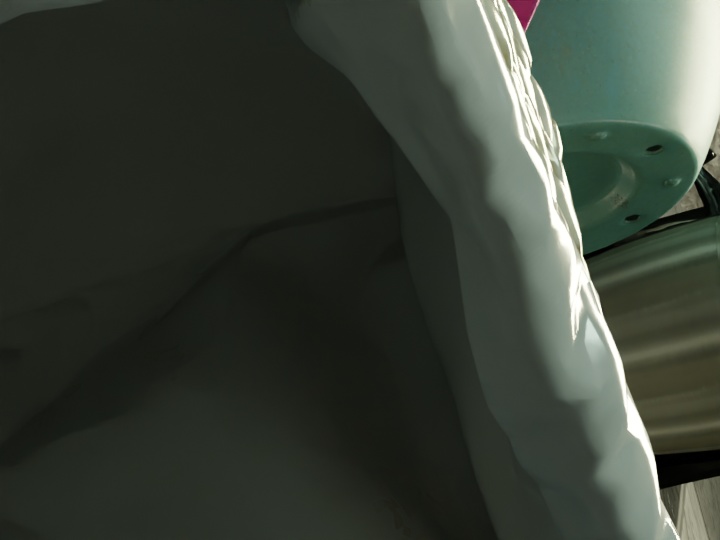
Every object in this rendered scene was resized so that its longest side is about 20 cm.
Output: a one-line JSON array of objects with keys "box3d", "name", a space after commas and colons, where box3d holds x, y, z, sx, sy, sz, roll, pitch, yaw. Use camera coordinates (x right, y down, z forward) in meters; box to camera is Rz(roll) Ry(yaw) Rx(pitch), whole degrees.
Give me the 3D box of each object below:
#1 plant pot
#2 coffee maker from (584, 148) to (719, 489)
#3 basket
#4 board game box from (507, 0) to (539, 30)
[{"box3d": [0.053, -0.096, 1.027, 0.201, 0.200, 0.162, 50, 26, -64], "name": "plant pot"}, {"box3d": [0.109, 0.051, 1.132, 0.192, 0.199, 0.135, 55, 26, -54], "name": "coffee maker"}, {"box3d": [-0.066, -0.006, 0.434, 0.161, 0.199, 0.199, -99, 168, -49], "name": "basket"}, {"box3d": [0.000, 0.000, 0.816, 0.200, 0.026, 0.201, -53, 168, -74], "name": "board game box"}]
